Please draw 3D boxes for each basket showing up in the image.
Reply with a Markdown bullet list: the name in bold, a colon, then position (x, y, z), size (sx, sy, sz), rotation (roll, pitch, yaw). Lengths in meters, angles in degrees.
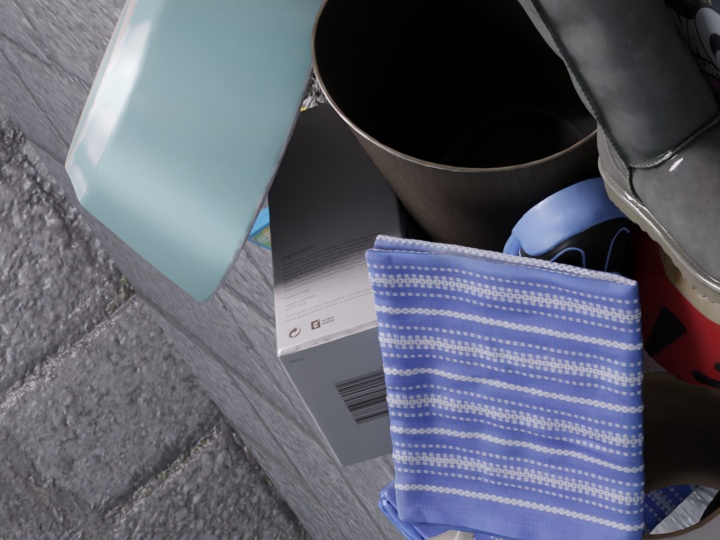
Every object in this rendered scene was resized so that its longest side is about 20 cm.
- **basket**: position (0.081, -0.065, 1.092), size (0.180, 0.136, 0.200), rotation (25, 162, 29)

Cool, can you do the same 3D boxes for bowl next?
- **bowl**: position (-0.102, -0.092, 1.141), size (0.105, 0.201, 0.201), rotation (20, 172, -10)

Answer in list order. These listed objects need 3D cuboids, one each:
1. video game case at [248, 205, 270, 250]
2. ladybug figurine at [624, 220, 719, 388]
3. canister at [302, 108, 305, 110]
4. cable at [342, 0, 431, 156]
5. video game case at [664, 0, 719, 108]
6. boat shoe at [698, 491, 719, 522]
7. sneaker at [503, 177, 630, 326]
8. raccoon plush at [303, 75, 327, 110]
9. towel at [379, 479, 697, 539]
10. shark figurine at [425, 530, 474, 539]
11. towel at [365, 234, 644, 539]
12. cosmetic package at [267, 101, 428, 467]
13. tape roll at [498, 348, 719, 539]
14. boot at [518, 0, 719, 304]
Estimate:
- **video game case**: position (0.034, -0.007, 1.388), size (0.200, 0.018, 0.143), rotation (25, 155, -19)
- **ladybug figurine**: position (0.189, 0.009, 1.060), size (0.136, 0.072, 0.200), rotation (46, 168, 14)
- **canister**: position (-0.022, -0.094, 1.476), size (0.200, 0.087, 0.149), rotation (46, 166, 10)
- **cable**: position (0.017, -0.142, 1.114), size (0.050, 0.097, 0.201), rotation (-9, 119, 23)
- **video game case**: position (0.148, -0.136, 0.855), size (0.200, 0.036, 0.181), rotation (41, 165, 37)
- **boat shoe**: position (0.245, 0.211, 1.271), size (0.074, 0.200, 0.076), rotation (30, 133, 1)
- **sneaker**: position (0.116, 0.028, 1.046), size (0.200, 0.070, 0.078), rotation (93, 152, -62)
- **raccoon plush**: position (0.010, -0.158, 1.263), size (0.200, 0.097, 0.134), rotation (-27, 89, 47)
- **towel**: position (0.127, 0.133, 1.311), size (0.145, 0.200, 0.024), rotation (44, 170, 22)
- **shark figurine**: position (0.064, 0.091, 1.258), size (0.089, 0.128, 0.215), rotation (22, 124, 21)
- **towel**: position (0.077, 0.073, 1.043), size (0.144, 0.024, 0.200), rotation (9, 132, 19)
- **cosmetic package**: position (0.000, 0.000, 1.160), size (0.200, 0.085, 0.108), rotation (-95, -17, -45)
- **tape roll**: position (0.183, 0.141, 1.173), size (0.203, 0.203, 0.139), rotation (41, 166, 34)
- **boot**: position (0.129, -0.086, 0.855), size (0.182, 0.073, 0.200), rotation (35, 157, 46)
